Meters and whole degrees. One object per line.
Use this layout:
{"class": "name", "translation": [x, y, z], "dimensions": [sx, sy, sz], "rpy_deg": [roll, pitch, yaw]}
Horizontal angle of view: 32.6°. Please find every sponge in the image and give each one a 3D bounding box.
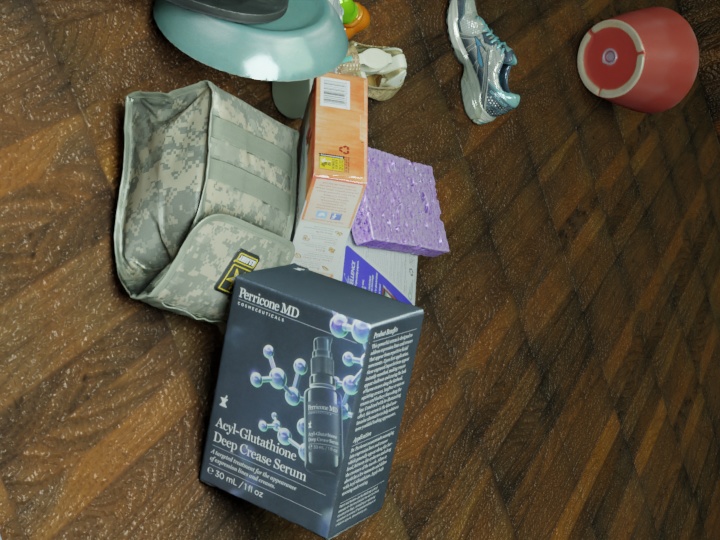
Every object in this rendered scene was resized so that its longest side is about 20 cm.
{"class": "sponge", "translation": [0.041, -0.080, 1.458], "dimensions": [0.199, 0.029, 0.113], "rpy_deg": [7, 70, -61]}

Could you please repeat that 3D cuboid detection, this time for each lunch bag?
{"class": "lunch bag", "translation": [-0.139, -0.051, 1.139], "dimensions": [0.163, 0.116, 0.204], "rpy_deg": [23, 67, -59]}

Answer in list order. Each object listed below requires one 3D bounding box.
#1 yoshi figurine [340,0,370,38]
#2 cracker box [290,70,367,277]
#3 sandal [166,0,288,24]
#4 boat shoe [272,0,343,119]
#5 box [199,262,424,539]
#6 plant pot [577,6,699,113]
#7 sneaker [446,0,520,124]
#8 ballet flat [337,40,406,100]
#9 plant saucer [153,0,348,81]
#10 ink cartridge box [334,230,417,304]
{"class": "yoshi figurine", "translation": [-0.062, -0.338, 1.425], "dimensions": [0.113, 0.112, 0.200], "rpy_deg": [-58, 158, 0]}
{"class": "cracker box", "translation": [-0.041, -0.081, 1.238], "dimensions": [0.201, 0.057, 0.136], "rpy_deg": [111, -17, -52]}
{"class": "sandal", "translation": [-0.158, -0.280, 1.145], "dimensions": [0.197, 0.048, 0.076], "rpy_deg": [14, 40, -16]}
{"class": "boat shoe", "translation": [-0.053, -0.270, 1.356], "dimensions": [0.071, 0.069, 0.204], "rpy_deg": [-34, 138, -56]}
{"class": "box", "translation": [-0.045, 0.114, 1.125], "dimensions": [0.107, 0.147, 0.203], "rpy_deg": [-10, 115, -60]}
{"class": "plant pot", "translation": [0.509, -0.396, 2.312], "dimensions": [0.176, 0.199, 0.204], "rpy_deg": [-9, 86, -49]}
{"class": "sneaker", "translation": [0.188, -0.324, 1.822], "dimensions": [0.077, 0.085, 0.203], "rpy_deg": [-16, 93, -60]}
{"class": "ballet flat", "translation": [0.020, -0.249, 1.529], "dimensions": [0.199, 0.064, 0.072], "rpy_deg": [-18, 94, -60]}
{"class": "plant saucer", "translation": [-0.104, -0.257, 1.214], "dimensions": [0.201, 0.197, 0.036], "rpy_deg": [-58, 169, -50]}
{"class": "ink cartridge box", "translation": [0.000, 0.000, 1.420], "dimensions": [0.200, 0.043, 0.201], "rpy_deg": [44, 42, -45]}
